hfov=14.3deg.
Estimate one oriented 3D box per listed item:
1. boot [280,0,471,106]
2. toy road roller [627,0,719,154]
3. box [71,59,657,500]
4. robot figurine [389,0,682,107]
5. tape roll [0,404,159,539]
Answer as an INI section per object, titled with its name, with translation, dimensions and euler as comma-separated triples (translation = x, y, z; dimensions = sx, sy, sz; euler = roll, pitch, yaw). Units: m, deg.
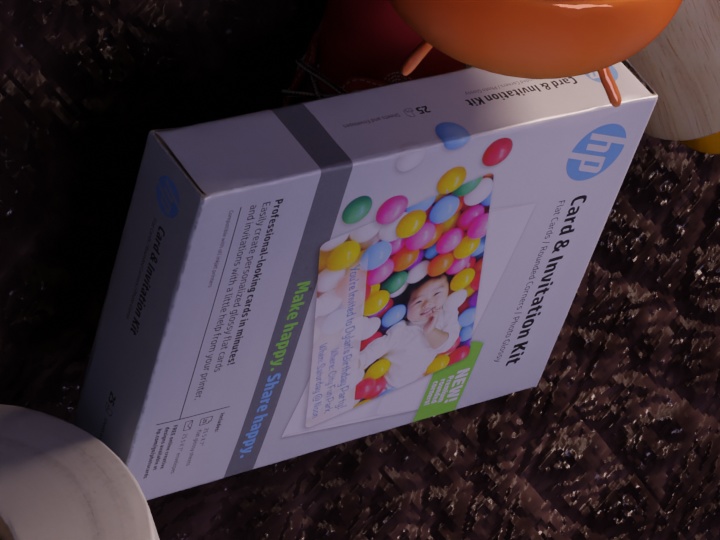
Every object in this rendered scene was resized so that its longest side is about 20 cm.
[boot]
translation = -0.021, -0.051, 1.080
dimensions = 0.144, 0.072, 0.200
euler = -21, 130, -26
[toy road roller]
translation = 0.195, -0.131, 1.150
dimensions = 0.200, 0.146, 0.123
euler = -43, 134, -11
[box]
translation = 0.000, 0.000, 1.054
dimensions = 0.200, 0.041, 0.156
euler = -15, 140, -34
[robot figurine]
translation = 0.062, -0.152, 0.970
dimensions = 0.144, 0.117, 0.201
euler = -15, 125, -36
[tape roll]
translation = -0.153, 0.162, 1.006
dimensions = 0.202, 0.203, 0.139
euler = -31, 130, -21
